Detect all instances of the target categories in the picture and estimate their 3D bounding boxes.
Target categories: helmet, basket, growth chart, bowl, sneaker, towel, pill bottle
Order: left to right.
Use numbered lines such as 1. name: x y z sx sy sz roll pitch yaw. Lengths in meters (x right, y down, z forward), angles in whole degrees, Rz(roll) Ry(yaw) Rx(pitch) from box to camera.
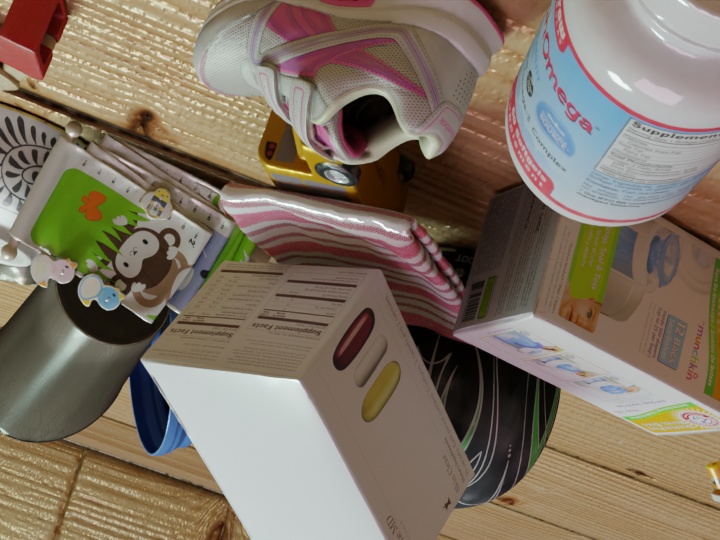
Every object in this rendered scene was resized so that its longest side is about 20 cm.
1. bowl: -0.314 -0.064 1.134 0.198 0.095 0.201 17 162 6
2. basket: -0.268 0.059 1.255 0.136 0.180 0.200 48 140 0
3. growth chart: -0.182 -0.031 1.056 0.198 0.146 0.018 21 -173 -6
4. bowl: -0.195 0.084 1.305 0.039 0.204 0.200 0 169 -22
5. sneaker: -0.021 -0.109 0.736 0.198 0.089 0.081 5 158 35
6. towel: 0.000 0.000 0.922 0.144 0.030 0.200 10 161 25
7. helmet: 0.076 0.098 1.081 0.197 0.193 0.200 16 161 5
8. pill bottle: 0.135 -0.101 0.584 0.107 0.110 0.200 17 161 0

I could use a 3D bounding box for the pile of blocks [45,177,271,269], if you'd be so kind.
1. pile of blocks: -0.162 -0.041 1.099 0.197 0.083 0.062 12 -177 -6

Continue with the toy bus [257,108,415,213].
1. toy bus: -0.014 -0.068 0.889 0.077 0.066 0.200 13 162 18

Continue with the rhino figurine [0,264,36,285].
1. rhino figurine: -0.380 -0.040 1.273 0.197 0.089 0.060 13 161 12

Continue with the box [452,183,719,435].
1. box: 0.182 0.028 0.908 0.198 0.114 0.101 27 159 -22

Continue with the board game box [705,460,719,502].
1. board game box: 0.352 0.101 0.840 0.026 0.198 0.200 63 163 -8

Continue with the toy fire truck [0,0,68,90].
1. toy fire truck: -0.282 -0.159 0.900 0.139 0.049 0.200 21 162 -12

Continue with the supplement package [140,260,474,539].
1. supplement package: -0.034 0.108 0.936 0.154 0.111 0.201 3 132 39
